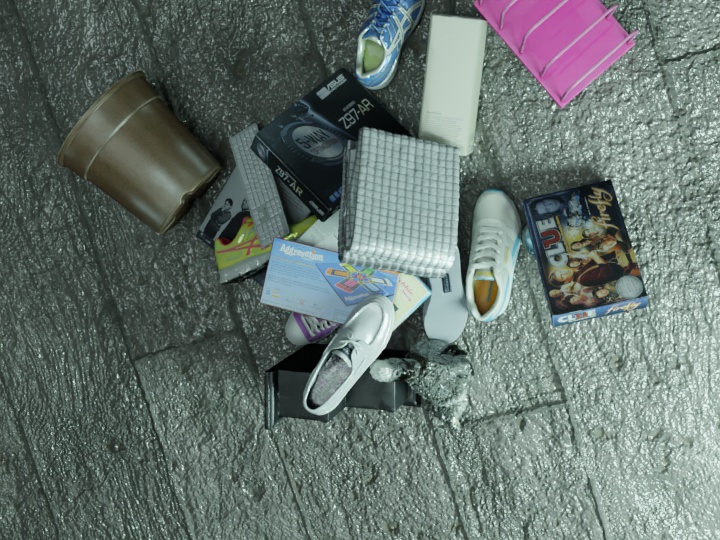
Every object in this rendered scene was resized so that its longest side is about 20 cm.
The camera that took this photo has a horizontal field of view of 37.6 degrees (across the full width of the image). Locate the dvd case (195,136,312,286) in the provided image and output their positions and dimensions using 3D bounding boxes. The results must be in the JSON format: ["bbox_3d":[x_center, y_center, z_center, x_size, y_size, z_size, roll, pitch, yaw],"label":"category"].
[{"bbox_3d":[-0.164,-0.095,1.733,0.150,0.025,0.201,36,108,8],"label":"dvd case"}]

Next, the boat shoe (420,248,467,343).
[{"bbox_3d":[0.124,0.020,1.643,0.070,0.070,0.201,-8,123,0],"label":"boat shoe"}]

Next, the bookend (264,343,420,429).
[{"bbox_3d":[-0.023,0.185,1.651,0.198,0.199,0.093,3,100,16],"label":"bookend"}]

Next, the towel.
[{"bbox_3d":[0.053,-0.095,1.523,0.164,0.086,0.202,9,66,-14],"label":"towel"}]

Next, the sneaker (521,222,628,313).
[{"bbox_3d":[0.322,-0.009,1.559,0.199,0.095,0.080,36,108,8],"label":"sneaker"}]

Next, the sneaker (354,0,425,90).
[{"bbox_3d":[0.043,-0.367,1.587,0.075,0.077,0.202,20,104,14],"label":"sneaker"}]

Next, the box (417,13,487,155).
[{"bbox_3d":[0.137,-0.277,1.580,0.081,0.068,0.202,10,103,14],"label":"box"}]

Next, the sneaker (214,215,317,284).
[{"bbox_3d":[-0.153,-0.052,1.688,0.199,0.078,0.091,-24,82,16],"label":"sneaker"}]

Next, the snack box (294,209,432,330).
[{"bbox_3d":[0.000,0.000,1.600,0.116,0.037,0.200,-43,83,6],"label":"snack box"}]

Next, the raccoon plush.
[{"bbox_3d":[0.087,0.185,1.635,0.198,0.097,0.135,0,115,-23],"label":"raccoon plush"}]

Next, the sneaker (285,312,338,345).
[{"bbox_3d":[-0.054,0.064,1.684,0.200,0.114,0.073,-34,91,22],"label":"sneaker"}]

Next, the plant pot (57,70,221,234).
[{"bbox_3d":[-0.341,-0.178,1.694,0.198,0.200,0.200,41,110,-2],"label":"plant pot"}]

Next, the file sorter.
[{"bbox_3d":[0.273,-0.355,1.477,0.139,0.125,0.200,-40,87,6],"label":"file sorter"}]

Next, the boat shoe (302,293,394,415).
[{"bbox_3d":[-0.021,0.121,1.529,0.072,0.069,0.200,40,94,7],"label":"boat shoe"}]

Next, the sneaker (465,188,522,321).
[{"bbox_3d":[0.200,-0.022,1.604,0.076,0.081,0.202,4,100,18],"label":"sneaker"}]

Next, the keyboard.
[{"bbox_3d":[-0.160,-0.135,1.671,0.056,0.011,0.201,-25,68,17],"label":"keyboard"}]

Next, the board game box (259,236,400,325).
[{"bbox_3d":[-0.046,0.022,1.579,0.198,0.019,0.104,14,95,11],"label":"board game box"}]

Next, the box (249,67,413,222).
[{"bbox_3d":[-0.041,-0.192,1.596,0.160,0.200,0.044,46,151,5],"label":"box"}]

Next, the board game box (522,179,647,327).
[{"bbox_3d":[0.318,-0.027,1.514,0.134,0.035,0.201,-13,58,6],"label":"board game box"}]
